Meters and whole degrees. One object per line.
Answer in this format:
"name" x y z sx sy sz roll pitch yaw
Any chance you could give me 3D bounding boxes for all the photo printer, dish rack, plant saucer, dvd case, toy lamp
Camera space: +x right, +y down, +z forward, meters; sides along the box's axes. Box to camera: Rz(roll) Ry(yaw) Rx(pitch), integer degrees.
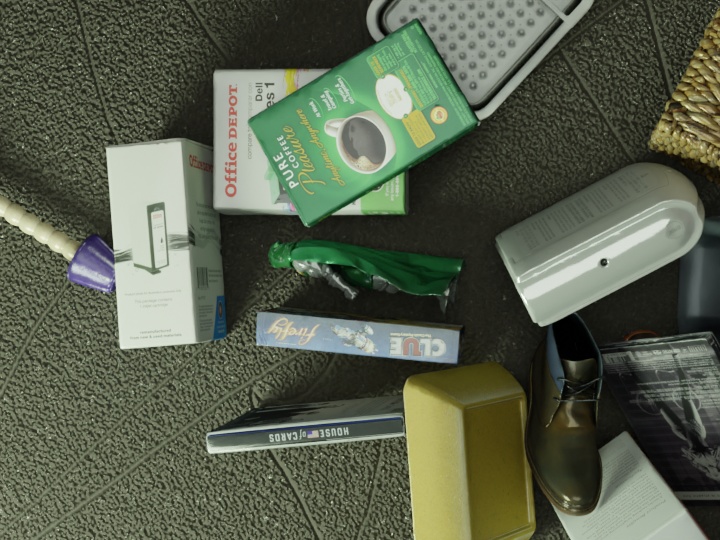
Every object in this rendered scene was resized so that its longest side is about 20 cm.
"photo printer" 0.238 -0.034 1.544 0.199 0.167 0.070 -28 106 4
"dish rack" 0.123 -0.271 1.614 0.172 0.044 0.200 43 94 3
"plant saucer" 0.117 0.195 1.536 0.048 0.199 0.202 -5 89 31
"dvd case" 0.324 0.148 1.526 0.016 0.148 0.201 -44 111 -35
"toy lamp" -0.337 -0.041 1.652 0.199 0.058 0.059 29 93 5
"dvd case" -0.035 0.150 1.560 0.198 0.150 0.025 -6 93 15

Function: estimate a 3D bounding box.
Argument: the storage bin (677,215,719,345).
"storage bin" 0.398 0.024 1.518 0.133 0.200 0.147 3 90 -4

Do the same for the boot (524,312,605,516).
"boot" 0.197 0.132 1.512 0.074 0.097 0.201 -2 46 -5

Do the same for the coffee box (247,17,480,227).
"coffee box" 0.002 -0.144 1.541 0.199 0.044 0.124 -32 88 3

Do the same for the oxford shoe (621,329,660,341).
"oxford shoe" 0.329 0.149 1.578 0.071 0.073 0.200 -41 87 3

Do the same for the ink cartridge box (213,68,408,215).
"ink cartridge box" -0.050 -0.130 1.610 0.198 0.084 0.146 0 90 5

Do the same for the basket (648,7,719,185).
"basket" 0.373 -0.160 1.502 0.142 0.200 0.150 29 92 7

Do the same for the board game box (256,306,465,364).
"board game box" 0.003 0.064 1.579 0.198 0.135 0.035 5 91 6

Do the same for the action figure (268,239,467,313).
"action figure" 0.000 0.000 1.607 0.198 0.118 0.055 12 103 14

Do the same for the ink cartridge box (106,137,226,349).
"ink cartridge box" -0.194 -0.026 1.593 0.084 0.146 0.202 -5 89 7

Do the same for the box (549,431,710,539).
"box" 0.278 0.271 1.502 0.106 0.200 0.153 -36 106 4
